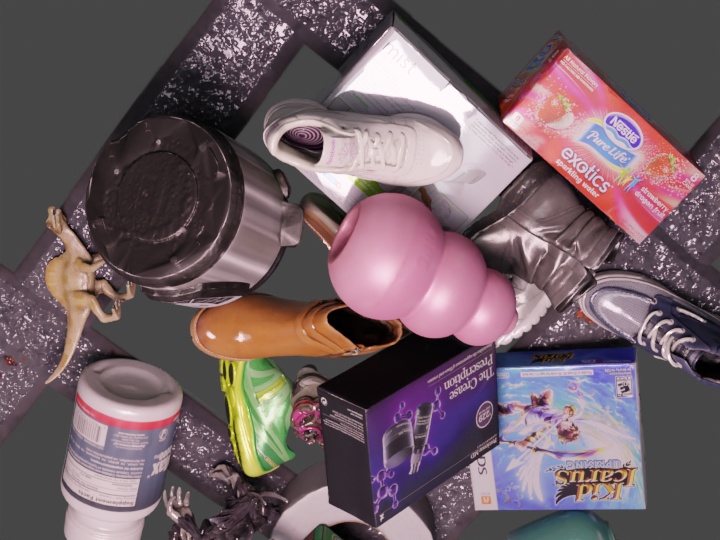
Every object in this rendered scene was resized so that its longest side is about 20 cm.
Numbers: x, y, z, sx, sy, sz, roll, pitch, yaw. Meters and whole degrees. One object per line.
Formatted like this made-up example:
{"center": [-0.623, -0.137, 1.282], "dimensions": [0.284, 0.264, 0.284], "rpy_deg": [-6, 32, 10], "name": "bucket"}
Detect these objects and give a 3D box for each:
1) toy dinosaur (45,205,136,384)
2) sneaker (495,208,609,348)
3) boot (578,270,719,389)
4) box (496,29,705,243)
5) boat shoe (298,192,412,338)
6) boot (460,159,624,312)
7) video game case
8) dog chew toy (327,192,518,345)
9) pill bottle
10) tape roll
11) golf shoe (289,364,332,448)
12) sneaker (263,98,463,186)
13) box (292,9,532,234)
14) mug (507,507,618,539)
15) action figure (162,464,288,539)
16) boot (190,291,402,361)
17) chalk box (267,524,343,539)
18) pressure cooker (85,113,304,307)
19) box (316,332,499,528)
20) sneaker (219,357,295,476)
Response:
{"center": [-0.305, 0.025, 1.487], "dimensions": [0.100, 0.058, 0.203], "rpy_deg": [5, 104, 16], "name": "toy dinosaur"}
{"center": [0.180, 0.004, 1.452], "dimensions": [0.082, 0.075, 0.200], "rpy_deg": [43, 98, -2], "name": "sneaker"}
{"center": [0.333, 0.065, 1.450], "dimensions": [0.198, 0.091, 0.073], "rpy_deg": [19, 111, -5], "name": "boot"}
{"center": [0.243, -0.137, 1.372], "dimensions": [0.200, 0.096, 0.100], "rpy_deg": [40, 107, -13], "name": "box"}
{"center": [0.000, 0.000, 1.447], "dimensions": [0.200, 0.076, 0.072], "rpy_deg": [44, 109, -12], "name": "boat shoe"}
{"center": [0.166, -0.003, 1.384], "dimensions": [0.132, 0.070, 0.200], "rpy_deg": [48, 110, 10], "name": "boot"}
{"center": [0.217, 0.181, 1.506], "dimensions": [0.197, 0.046, 0.184], "rpy_deg": [-3, 112, 15], "name": "video game case"}
{"center": [0.068, 0.009, 1.325], "dimensions": [0.198, 0.125, 0.125], "rpy_deg": [28, 110, -14], "name": "dog chew toy"}
{"center": [-0.275, 0.214, 1.514], "dimensions": [0.118, 0.120, 0.202], "rpy_deg": [14, 112, -3], "name": "pill bottle"}
{"center": [-0.009, 0.323, 1.576], "dimensions": [0.197, 0.066, 0.203], "rpy_deg": [1, 112, 1], "name": "tape roll"}
{"center": [0.008, 0.171, 1.506], "dimensions": [0.199, 0.093, 0.072], "rpy_deg": [34, 122, -26], "name": "golf shoe"}
{"center": [0.001, -0.112, 1.288], "dimensions": [0.197, 0.100, 0.076], "rpy_deg": [7, 110, -1], "name": "sneaker"}
{"center": [0.046, -0.131, 1.381], "dimensions": [0.200, 0.097, 0.177], "rpy_deg": [40, 107, -12], "name": "box"}
{"center": [0.251, 0.349, 1.545], "dimensions": [0.113, 0.185, 0.154], "rpy_deg": [-24, 84, 8], "name": "mug"}
{"center": [-0.171, 0.279, 1.525], "dimensions": [0.200, 0.118, 0.103], "rpy_deg": [-40, 71, 31], "name": "action figure"}
{"center": [-0.065, 0.062, 1.393], "dimensions": [0.198, 0.155, 0.078], "rpy_deg": [10, 84, -22], "name": "boot"}
{"center": [-0.044, 0.384, 1.499], "dimensions": [0.199, 0.124, 0.125], "rpy_deg": [39, 107, -12], "name": "chalk box"}
{"center": [-0.163, -0.056, 1.368], "dimensions": [0.179, 0.200, 0.176], "rpy_deg": [-44, 72, 7], "name": "pressure cooker"}
{"center": [0.054, 0.154, 1.403], "dimensions": [0.078, 0.199, 0.143], "rpy_deg": [21, 126, 40], "name": "box"}
{"center": [-0.112, 0.130, 1.512], "dimensions": [0.083, 0.074, 0.203], "rpy_deg": [-11, 109, -22], "name": "sneaker"}
